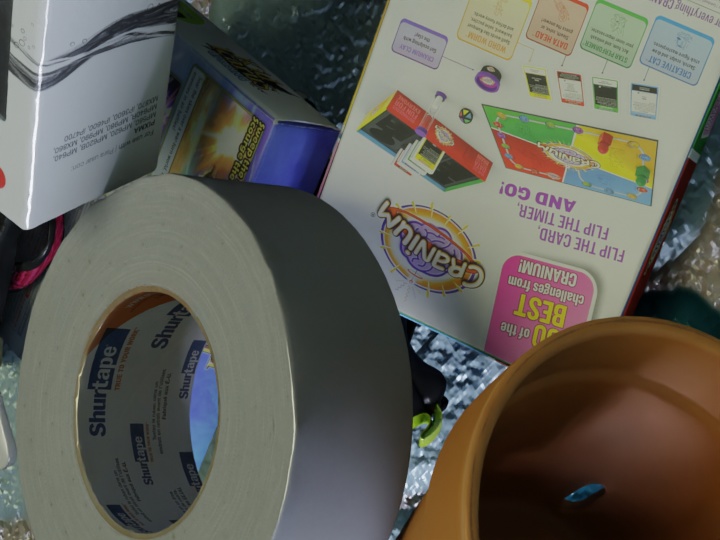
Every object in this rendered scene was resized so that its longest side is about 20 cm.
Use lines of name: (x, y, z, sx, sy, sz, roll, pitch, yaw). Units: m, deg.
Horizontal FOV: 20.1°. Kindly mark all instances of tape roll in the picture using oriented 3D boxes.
tape roll: (-0.068, 0.061, 0.872, 0.200, 0.066, 0.202, -5, 84, 48)

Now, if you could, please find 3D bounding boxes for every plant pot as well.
plant pot: (0.094, 0.136, 0.830, 0.140, 0.199, 0.201, -39, 65, 53)

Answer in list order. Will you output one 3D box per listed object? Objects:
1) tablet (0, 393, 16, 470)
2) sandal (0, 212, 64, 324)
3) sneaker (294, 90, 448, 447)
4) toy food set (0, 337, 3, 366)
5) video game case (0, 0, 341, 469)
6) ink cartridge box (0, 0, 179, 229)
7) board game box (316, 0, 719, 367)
tablet: (-0.230, 0.009, 1.046, 0.130, 0.014, 0.201, -15, 91, 57)
sandal: (-0.177, -0.023, 1.024, 0.075, 0.045, 0.201, 63, 144, 36)
sneaker: (0.000, 0.000, 0.995, 0.072, 0.082, 0.201, 86, 173, -62)
toy food set: (-0.287, -0.019, 1.246, 0.199, 0.060, 0.145, 5, 94, 42)
video game case: (-0.109, -0.025, 1.006, 0.181, 0.045, 0.201, 43, 117, 41)
ink cartridge box: (-0.150, -0.141, 0.855, 0.144, 0.084, 0.201, 35, 134, 27)
board game box: (0.072, -0.064, 0.894, 0.152, 0.040, 0.201, 26, 109, 13)
